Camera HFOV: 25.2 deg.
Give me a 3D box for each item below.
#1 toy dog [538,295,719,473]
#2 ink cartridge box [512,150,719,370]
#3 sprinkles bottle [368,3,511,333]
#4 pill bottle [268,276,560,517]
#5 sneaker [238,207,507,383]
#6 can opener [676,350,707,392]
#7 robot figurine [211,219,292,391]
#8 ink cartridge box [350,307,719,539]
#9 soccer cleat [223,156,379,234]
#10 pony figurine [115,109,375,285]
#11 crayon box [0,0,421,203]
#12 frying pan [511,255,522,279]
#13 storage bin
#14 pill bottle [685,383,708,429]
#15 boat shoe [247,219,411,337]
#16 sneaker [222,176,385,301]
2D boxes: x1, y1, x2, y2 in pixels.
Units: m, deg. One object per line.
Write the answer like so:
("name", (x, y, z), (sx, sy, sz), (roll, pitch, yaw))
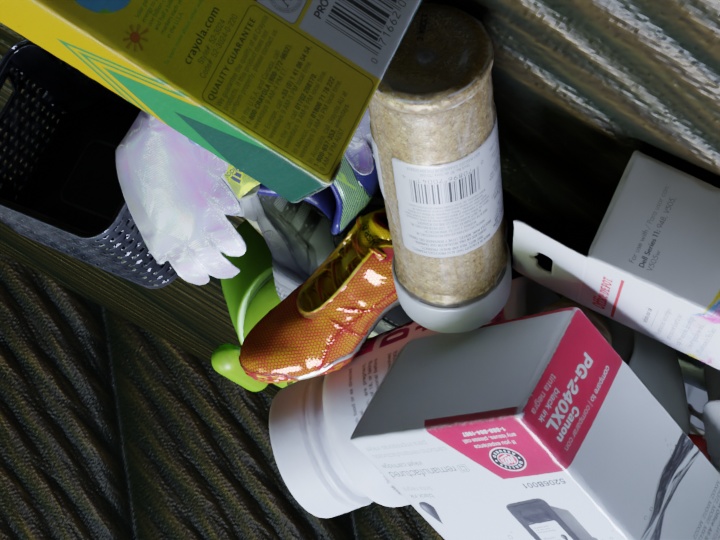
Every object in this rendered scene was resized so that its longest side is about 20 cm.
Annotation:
("toy dog", (0.194, 0.063, 0.967), (0.199, 0.096, 0.132), (37, -163, -15))
("ink cartridge box", (0.184, 0.002, 0.869), (0.199, 0.068, 0.117), (25, 170, 10))
("sprinkles bottle", (0.043, -0.048, 0.848), (0.068, 0.068, 0.201), (23, 151, 23))
("pill bottle", (0.046, 0.089, 1.065), (0.199, 0.114, 0.113), (-23, 143, 23))
("sneaker", (0.000, 0.000, 1.044), (0.077, 0.199, 0.073), (54, 180, -44))
("can opener", (0.287, 0.069, 1.009), (0.199, 0.053, 0.067), (19, 134, 33))
("robot figurine", (-0.050, 0.021, 1.309), (0.116, 0.175, 0.200), (49, -174, -30))
("ink cartridge box", (0.116, 0.126, 0.928), (0.145, 0.084, 0.200), (-15, 124, 49))
("soccer cleat", (-0.078, -0.094, 1.028), (0.199, 0.084, 0.065), (28, 169, -4))
("pony figurine", (-0.074, -0.104, 0.850), (0.194, 0.166, 0.200), (59, 176, -4))
("crayon box", (-0.077, -0.137, 0.713), (0.199, 0.128, 0.051), (32, 162, -16))
("frying pan", (0.089, -0.010, 1.166), (0.114, 0.031, 0.190), (29, 172, -12))
("storage bin", (-0.210, -0.085, 1.251), (0.199, 0.136, 0.094), (20, 167, 35))
("pill bottle", (0.143, 0.079, 1.144), (0.198, 0.114, 0.113), (8, 162, 24))
("boat shoe", (-0.017, -0.020, 1.201), (0.201, 0.072, 0.066), (43, 165, 5))
("sneaker", (-0.026, -0.055, 1.118), (0.113, 0.076, 0.201), (-20, 109, 22))
